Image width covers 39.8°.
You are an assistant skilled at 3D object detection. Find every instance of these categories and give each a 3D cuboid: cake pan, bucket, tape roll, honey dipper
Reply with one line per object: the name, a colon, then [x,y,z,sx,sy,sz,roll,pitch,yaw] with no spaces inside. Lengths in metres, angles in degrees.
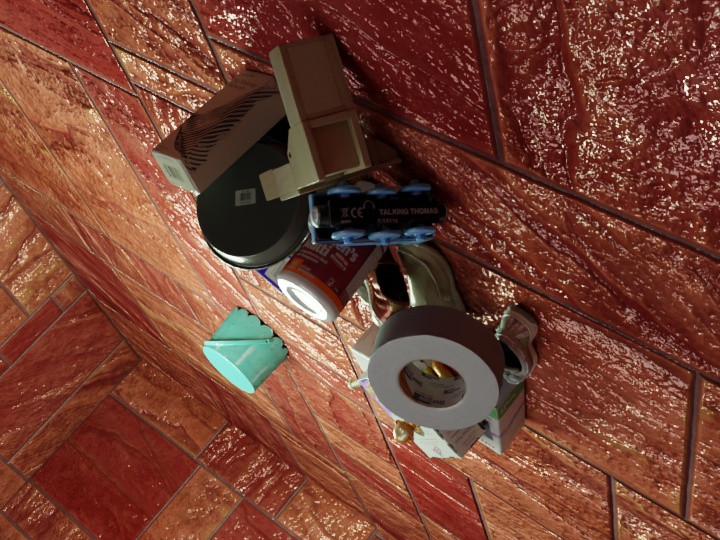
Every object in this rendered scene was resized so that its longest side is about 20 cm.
cake pan: [-0.162,-0.102,1.481,0.200,0.201,0.037,32,-177,23]
bucket: [-0.301,0.209,2.572,0.207,0.135,0.208,34,157,17]
tape roll: [0.112,0.147,1.478,0.199,0.066,0.201,9,132,10]
honey dipper: [0.006,0.216,1.935,0.038,0.038,0.200,43,161,-4]

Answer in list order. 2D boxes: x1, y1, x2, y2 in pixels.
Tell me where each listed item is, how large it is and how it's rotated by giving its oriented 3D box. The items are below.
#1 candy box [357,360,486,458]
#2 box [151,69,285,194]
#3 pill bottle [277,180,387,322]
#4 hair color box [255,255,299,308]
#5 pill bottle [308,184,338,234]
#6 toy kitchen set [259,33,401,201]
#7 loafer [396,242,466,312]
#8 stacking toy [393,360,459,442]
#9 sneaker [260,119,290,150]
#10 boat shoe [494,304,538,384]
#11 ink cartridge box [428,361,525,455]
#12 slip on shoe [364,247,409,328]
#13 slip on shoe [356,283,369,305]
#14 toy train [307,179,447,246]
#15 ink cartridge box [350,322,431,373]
candy box: [0.104,0.234,1.737,0.200,0.072,0.168,47,162,-4]
box: [-0.204,-0.206,1.461,0.082,0.200,0.069,20,148,42]
pill bottle: [-0.027,-0.031,1.486,0.109,0.201,0.110,32,161,13]
hair color box: [-0.096,0.009,1.707,0.109,0.065,0.200,39,-170,14]
pill bottle: [-0.105,-0.099,1.624,0.199,0.114,0.115,15,147,51]
toy kitchen set: [-0.047,-0.208,1.350,0.200,0.162,0.182,-9,99,65]
loafer: [0.108,0.029,1.564,0.075,0.068,0.201,18,149,47]
stacking toy: [0.123,0.203,1.611,0.116,0.200,0.110,47,-172,24]
sneaker: [-0.121,-0.186,1.565,0.199,0.060,0.104,38,160,23]
boat shoe: [0.232,0.127,1.541,0.074,0.065,0.202,34,158,19]
ink cartridge box: [0.208,0.219,1.741,0.145,0.088,0.200,31,159,26]
slip on shoe: [0.035,-0.001,1.547,0.074,0.201,0.061,7,136,-25]
slip on shoe: [0.000,0.000,1.724,0.076,0.061,0.200,32,-171,-38]
toy train: [0.018,-0.073,1.369,0.114,0.198,0.087,157,108,-67]
ink cartridge box: [0.095,0.200,1.911,0.199,0.085,0.146,27,155,39]
